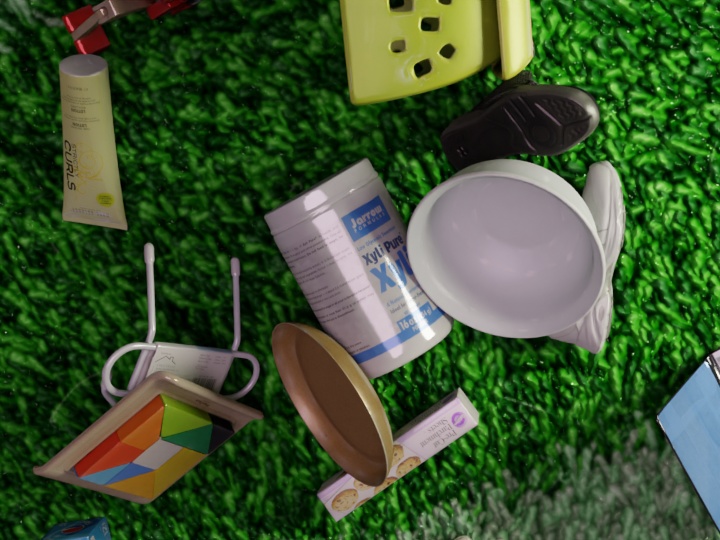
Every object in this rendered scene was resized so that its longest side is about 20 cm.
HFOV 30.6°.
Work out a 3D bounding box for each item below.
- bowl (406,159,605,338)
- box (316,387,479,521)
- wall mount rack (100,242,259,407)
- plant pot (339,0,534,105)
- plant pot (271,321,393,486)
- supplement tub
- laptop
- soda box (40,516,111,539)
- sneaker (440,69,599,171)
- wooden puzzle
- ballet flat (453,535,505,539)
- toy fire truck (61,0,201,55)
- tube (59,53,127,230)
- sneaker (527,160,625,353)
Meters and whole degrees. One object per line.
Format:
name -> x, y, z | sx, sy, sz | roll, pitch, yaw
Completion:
bowl -> 0.151, -0.037, 1.308 | 0.199, 0.091, 0.203 | 12, 132, 13
box -> 0.041, 0.204, 1.455 | 0.199, 0.039, 0.042 | -36, 94, 13
wall mount rack -> -0.194, 0.071, 1.419 | 0.074, 0.199, 0.175 | 38, 111, 43
plant pot -> 0.071, -0.270, 1.285 | 0.179, 0.200, 0.202 | -5, 99, 4
plant pot -> -0.025, 0.136, 1.393 | 0.027, 0.200, 0.201 | -32, 95, -22
supplement tub -> 0.000, 0.000, 1.376 | 0.131, 0.132, 0.201 | -28, 97, 13
laptop -> 0.430, 0.167, 1.350 | 0.199, 0.116, 0.188 | -29, 96, 13
soda box -> -0.314, 0.396, 1.534 | 0.067, 0.064, 0.202 | -10, 98, 10
sneaker -> 0.174, -0.161, 1.306 | 0.114, 0.199, 0.077 | -44, 105, -29
wooden puzzle -> -0.225, 0.191, 1.430 | 0.199, 0.185, 0.037 | -35, 58, 15
ballet flat -> 0.134, 0.330, 1.460 | 0.198, 0.067, 0.071 | 6, 77, 7
toy fire truck -> -0.228, -0.277, 1.352 | 0.140, 0.200, 0.049 | -28, 98, -16
tube -> -0.291, -0.132, 1.418 | 0.058, 0.052, 0.202 | 39, 138, 38
sneaker -> 0.220, -0.016, 1.369 | 0.098, 0.078, 0.203 | 8, 101, 10
